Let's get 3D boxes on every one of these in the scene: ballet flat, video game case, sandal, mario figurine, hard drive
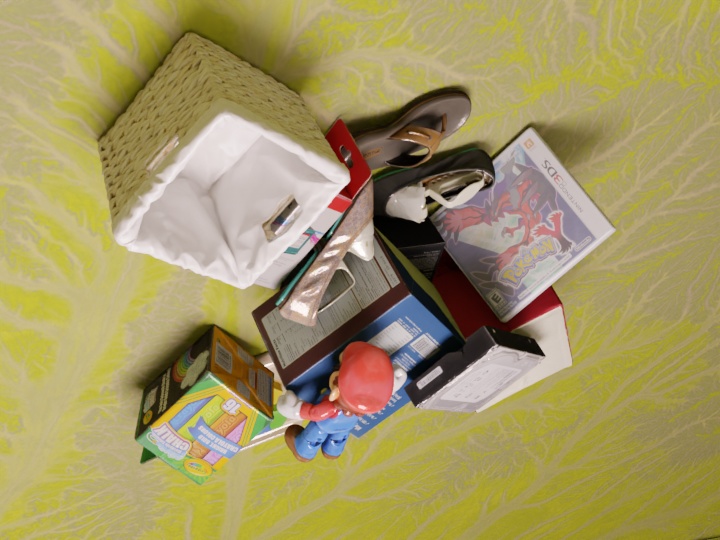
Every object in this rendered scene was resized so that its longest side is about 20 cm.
[{"bbox_3d":[-0.025,-0.018,1.322,0.067,0.068,0.201,34,93,-4],"label":"ballet flat"},{"bbox_3d":[0.214,-0.061,1.470,0.200,0.183,0.023,-42,163,18],"label":"video game case"},{"bbox_3d":[0.058,-0.161,1.353,0.199,0.055,0.082,-24,146,-20],"label":"sandal"},{"bbox_3d":[0.089,-0.107,1.429,0.199,0.069,0.068,-21,142,-7],"label":"ballet flat"},{"bbox_3d":[-0.023,0.149,1.325,0.123,0.106,0.200,-41,169,-47],"label":"mario figurine"},{"bbox_3d":[0.157,0.136,1.437,0.140,0.038,0.200,-39,157,16],"label":"hard drive"}]

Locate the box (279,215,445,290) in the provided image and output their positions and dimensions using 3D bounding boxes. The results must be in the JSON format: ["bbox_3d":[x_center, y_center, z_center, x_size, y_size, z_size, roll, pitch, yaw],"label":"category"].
[{"bbox_3d":[0.000,0.000,1.489,0.199,0.079,0.142,-7,134,-25],"label":"box"}]

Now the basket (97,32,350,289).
[{"bbox_3d":[-0.160,-0.119,1.196,0.198,0.161,0.199,-45,139,21],"label":"basket"}]

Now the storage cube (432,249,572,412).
[{"bbox_3d":[0.193,0.067,1.597,0.170,0.180,0.200,-25,143,-2],"label":"storage cube"}]

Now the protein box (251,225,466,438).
[{"bbox_3d":[0.005,0.084,1.416,0.200,0.135,0.198,-36,141,10],"label":"protein box"}]

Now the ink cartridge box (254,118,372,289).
[{"bbox_3d":[-0.086,-0.089,1.308,0.067,0.117,0.200,19,122,-43],"label":"ink cartridge box"}]

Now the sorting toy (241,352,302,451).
[{"bbox_3d":[-0.183,0.219,1.660,0.184,0.037,0.201,-20,141,-9],"label":"sorting toy"}]

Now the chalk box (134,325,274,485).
[{"bbox_3d":[-0.231,0.204,1.517,0.124,0.125,0.200,40,109,-22],"label":"chalk box"}]

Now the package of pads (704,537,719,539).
[{"bbox_3d":[0.943,0.797,2.945,0.199,0.068,0.155,0,134,-31],"label":"package of pads"}]
